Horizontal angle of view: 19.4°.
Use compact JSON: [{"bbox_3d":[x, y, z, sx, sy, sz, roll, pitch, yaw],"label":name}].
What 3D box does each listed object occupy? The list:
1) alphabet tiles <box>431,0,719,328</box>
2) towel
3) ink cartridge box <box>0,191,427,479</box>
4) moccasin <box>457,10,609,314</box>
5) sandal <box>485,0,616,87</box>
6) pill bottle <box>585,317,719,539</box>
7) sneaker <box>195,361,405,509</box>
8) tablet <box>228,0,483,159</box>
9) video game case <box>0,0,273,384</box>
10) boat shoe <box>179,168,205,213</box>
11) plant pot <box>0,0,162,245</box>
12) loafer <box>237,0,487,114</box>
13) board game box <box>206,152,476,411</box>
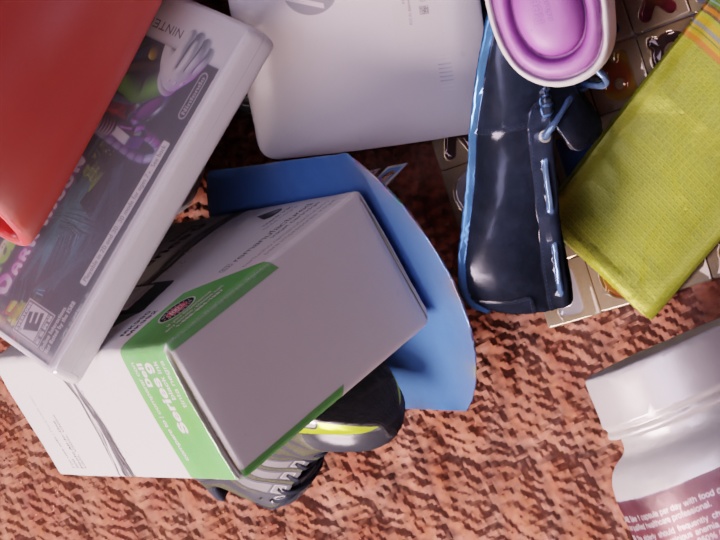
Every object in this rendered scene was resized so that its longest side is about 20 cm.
[{"bbox_3d":[0.132,-0.066,1.111,0.199,0.008,0.168,-18,91,30],"label":"alphabet tiles"},{"bbox_3d":[0.177,-0.073,1.071,0.086,0.018,0.200,45,117,15],"label":"towel"},{"bbox_3d":[-0.085,0.038,1.123,0.200,0.146,0.084,-7,117,55],"label":"ink cartridge box"},{"bbox_3d":[0.092,-0.077,1.078,0.068,0.081,0.201,7,112,9],"label":"moccasin"},{"bbox_3d":[0.069,-0.180,0.974,0.082,0.050,0.203,-20,105,21],"label":"sandal"},{"bbox_3d":[0.195,0.127,1.051,0.114,0.114,0.201,-25,88,30],"label":"pill bottle"},{"bbox_3d":[-0.039,0.090,1.188,0.199,0.074,0.081,-6,121,52],"label":"sneaker"},{"bbox_3d":[-0.005,-0.149,1.077,0.129,0.014,0.201,-7,124,5],"label":"tablet"},{"bbox_3d":[-0.152,-0.061,1.111,0.182,0.023,0.201,28,88,47],"label":"video game case"},{"bbox_3d":[-0.132,-0.128,1.214,0.068,0.057,0.201,3,101,28],"label":"boat shoe"},{"bbox_3d":[-0.191,-0.141,1.050,0.200,0.201,0.178,34,80,19],"label":"plant pot"},{"bbox_3d":[0.000,-0.131,1.134,0.200,0.070,0.068,-20,91,29],"label":"loafer"},{"bbox_3d":[0.000,0.000,1.157,0.200,0.039,0.159,-3,119,54],"label":"board game box"}]
